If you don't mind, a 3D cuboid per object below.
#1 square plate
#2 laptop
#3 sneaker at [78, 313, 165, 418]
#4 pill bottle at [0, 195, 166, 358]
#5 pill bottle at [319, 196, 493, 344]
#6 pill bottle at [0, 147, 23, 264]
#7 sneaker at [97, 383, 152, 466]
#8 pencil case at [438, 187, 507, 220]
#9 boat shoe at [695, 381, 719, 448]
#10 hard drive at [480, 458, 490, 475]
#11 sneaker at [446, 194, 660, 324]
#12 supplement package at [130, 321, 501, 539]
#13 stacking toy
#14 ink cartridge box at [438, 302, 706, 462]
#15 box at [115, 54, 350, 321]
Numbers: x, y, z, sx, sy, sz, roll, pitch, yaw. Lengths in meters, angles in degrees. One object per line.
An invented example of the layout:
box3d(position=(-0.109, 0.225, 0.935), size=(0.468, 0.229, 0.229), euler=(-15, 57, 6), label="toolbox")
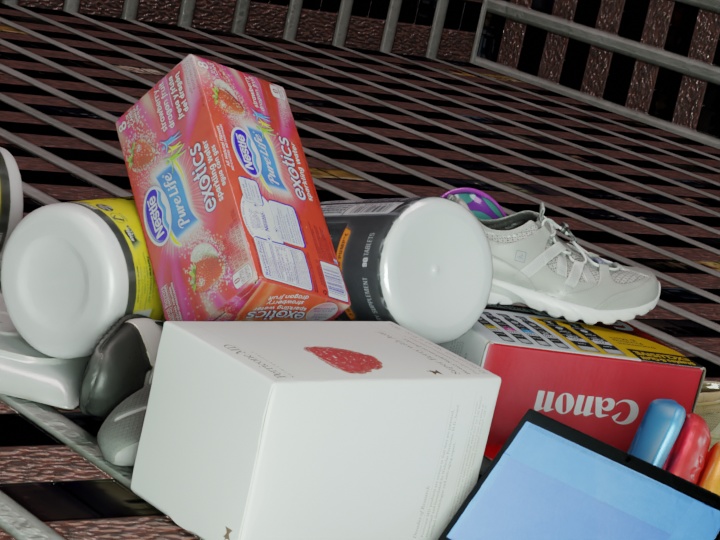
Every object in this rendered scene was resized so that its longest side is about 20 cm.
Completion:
box3d(position=(-0.282, 0.048, 1.615), size=(0.197, 0.029, 0.200), euler=(13, 12, 6), label="square plate")
box3d(position=(0.093, 0.165, 1.281), size=(0.177, 0.104, 0.199), euler=(23, 15, 41), label="laptop")
box3d(position=(-0.123, 0.078, 1.526), size=(0.088, 0.075, 0.200), euler=(22, 11, 23), label="sneaker")
box3d(position=(-0.167, 0.000, 1.607), size=(0.112, 0.113, 0.200), euler=(19, 14, 29), label="pill bottle")
box3d(position=(0.000, 0.000, 1.596), size=(0.106, 0.107, 0.199), euler=(4, -2, -35), label="pill bottle")
box3d(position=(-0.393, -0.058, 1.786), size=(0.199, 0.112, 0.111), euler=(5, 14, -33), label="pill bottle")
box3d(position=(-0.084, 0.106, 1.464), size=(0.199, 0.081, 0.070), euler=(-17, 26, -27), label="sneaker")
box3d(position=(0.053, 0.005, 1.780), size=(0.092, 0.086, 0.200), euler=(23, -29, -15), label="pencil case")
box3d(position=(0.220, 0.105, 1.784), size=(0.198, 0.065, 0.071), euler=(10, 12, -13), label="boat shoe")
box3d(position=(0.170, 0.150, 1.615), size=(0.199, 0.026, 0.132), euler=(17, 12, 20), label="hard drive")
box3d(position=(0.147, -0.009, 1.658), size=(0.199, 0.083, 0.075), euler=(9, 9, -20), label="sneaker")
box3d(position=(-0.028, 0.106, 1.387), size=(0.199, 0.121, 0.121), euler=(1, 17, -43), label="supplement package")
box3d(position=(0.269, 0.177, 1.463), size=(0.199, 0.110, 0.116), euler=(25, 1, 4), label="stacking toy")
box3d(position=(0.150, 0.088, 1.613), size=(0.199, 0.085, 0.175), euler=(7, 13, -28), label="ink cartridge box")
box3d(position=(-0.094, -0.042, 1.543), size=(0.099, 0.095, 0.201), euler=(16, 46, -46), label="box")
